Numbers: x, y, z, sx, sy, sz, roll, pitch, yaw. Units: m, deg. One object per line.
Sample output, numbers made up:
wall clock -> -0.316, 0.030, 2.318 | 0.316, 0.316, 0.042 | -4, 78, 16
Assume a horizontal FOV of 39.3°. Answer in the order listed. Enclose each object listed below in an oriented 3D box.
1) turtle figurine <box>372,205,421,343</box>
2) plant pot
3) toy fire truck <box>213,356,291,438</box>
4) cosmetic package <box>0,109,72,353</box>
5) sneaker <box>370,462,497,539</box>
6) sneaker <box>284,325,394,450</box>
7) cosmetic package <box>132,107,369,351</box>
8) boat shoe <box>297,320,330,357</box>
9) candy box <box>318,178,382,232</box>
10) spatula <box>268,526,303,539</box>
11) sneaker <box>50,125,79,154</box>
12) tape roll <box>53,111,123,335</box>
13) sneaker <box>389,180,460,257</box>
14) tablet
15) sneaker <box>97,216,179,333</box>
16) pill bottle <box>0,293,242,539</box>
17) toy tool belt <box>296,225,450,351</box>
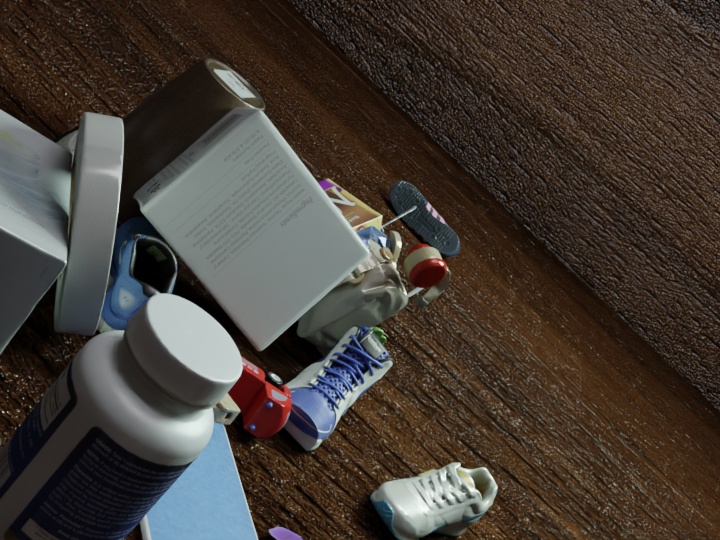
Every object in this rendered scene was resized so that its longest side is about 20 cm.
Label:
turtle figurine -> 0.026, 0.008, 1.451 | 0.197, 0.145, 0.195 | 11, 39, -9
plant pot -> -0.214, -0.156, 1.250 | 0.186, 0.200, 0.187 | 37, 18, -14
toy fire truck -> -0.151, 0.111, 0.990 | 0.199, 0.049, 0.141 | 36, 10, -17
cosmetic package -> -0.361, -0.064, 0.854 | 0.198, 0.123, 0.201 | 32, 19, -30
sneaker -> 0.084, 0.257, 1.144 | 0.199, 0.081, 0.077 | 12, 36, -56
sneaker -> -0.027, 0.120, 1.159 | 0.080, 0.115, 0.199 | 43, 18, 5
cosmetic package -> -0.125, -0.052, 1.125 | 0.201, 0.166, 0.167 | 51, -7, -17
boat shoe -> -0.039, 0.060, 1.320 | 0.200, 0.068, 0.073 | 46, -26, 32
candy box -> -0.080, -0.050, 1.347 | 0.199, 0.057, 0.116 | -24, 46, -37
spatula -> -0.011, 0.308, 0.916 | 0.201, 0.021, 0.057 | 50, 4, 13
sneaker -> -0.327, -0.117, 1.155 | 0.073, 0.071, 0.201 | 62, 6, -25
tape roll -> -0.250, -0.043, 0.921 | 0.036, 0.205, 0.204 | 7, 31, -19
sneaker -> 0.135, -0.102, 2.125 | 0.201, 0.070, 0.082 | 52, 3, 17
tablet -> -0.153, 0.190, 0.896 | 0.129, 0.014, 0.201 | 29, 22, -38
sneaker -> -0.224, -0.002, 1.057 | 0.078, 0.089, 0.201 | 34, 20, -28
pill bottle -> -0.174, 0.115, 0.712 | 0.111, 0.200, 0.111 | 37, 19, -15
toy tool belt -> 0.000, 0.000, 1.221 | 0.125, 0.199, 0.124 | 38, 25, -51
